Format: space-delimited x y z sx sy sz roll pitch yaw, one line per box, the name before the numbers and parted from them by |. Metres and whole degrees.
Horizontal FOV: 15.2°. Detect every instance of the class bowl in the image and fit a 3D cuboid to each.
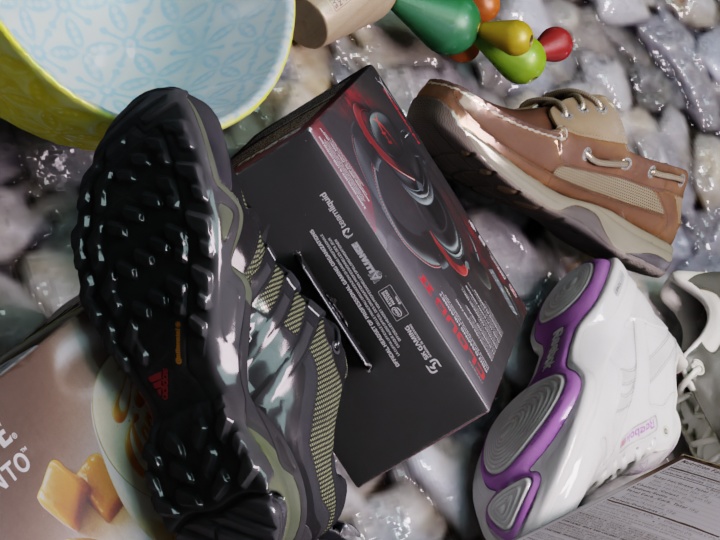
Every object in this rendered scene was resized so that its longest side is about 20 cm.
bowl | -0.137 -0.132 1.189 0.200 0.108 0.201 24 53 -37

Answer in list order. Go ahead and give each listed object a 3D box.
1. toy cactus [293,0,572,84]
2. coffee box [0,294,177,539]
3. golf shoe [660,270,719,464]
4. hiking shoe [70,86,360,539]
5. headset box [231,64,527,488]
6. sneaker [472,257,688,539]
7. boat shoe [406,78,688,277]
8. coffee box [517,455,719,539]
toy cactus | 0.026 -0.167 1.406 0.165 0.102 0.200 -43 110 -39
coffee box | -0.129 0.093 1.096 0.115 0.080 0.200 57 40 -6
golf shoe | 0.200 0.089 1.466 0.088 0.077 0.201 19 50 -17
hiking shoe | -0.055 0.024 1.108 0.101 0.076 0.201 2 74 -59
headset box | 0.000 0.000 1.229 0.149 0.075 0.200 57 15 -6
sneaker | 0.123 0.081 1.372 0.100 0.075 0.200 46 43 -17
boat shoe | 0.102 -0.062 1.416 0.200 0.076 0.072 28 86 -44
coffee box | 0.130 0.176 1.280 0.200 0.080 0.115 -18 117 -50
